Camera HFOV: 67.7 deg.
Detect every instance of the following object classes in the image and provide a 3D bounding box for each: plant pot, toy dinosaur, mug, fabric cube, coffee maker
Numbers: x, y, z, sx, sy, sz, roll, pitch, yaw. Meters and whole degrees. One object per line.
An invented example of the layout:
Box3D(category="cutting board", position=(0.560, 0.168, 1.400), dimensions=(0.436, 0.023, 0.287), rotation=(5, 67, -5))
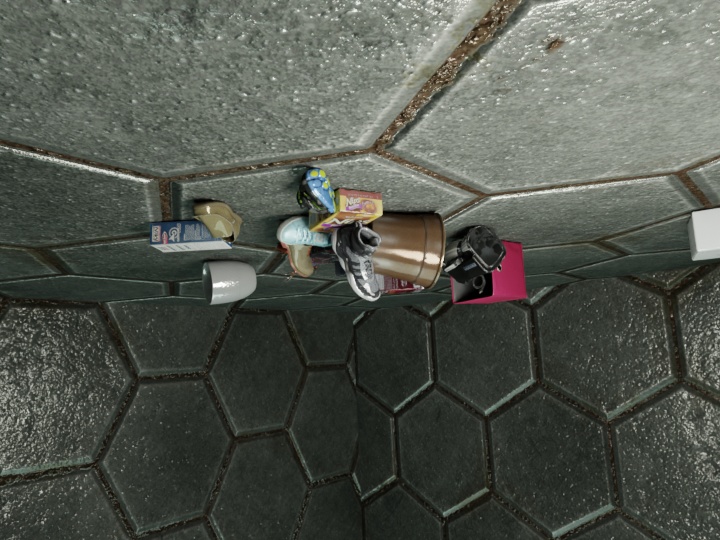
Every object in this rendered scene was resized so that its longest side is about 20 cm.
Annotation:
Box3D(category="plant pot", position=(0.102, -0.063, 1.432), dimensions=(0.190, 0.209, 0.200), rotation=(6, 169, -12))
Box3D(category="toy dinosaur", position=(-0.199, -0.062, 1.785), dimensions=(0.199, 0.105, 0.182), rotation=(-40, 157, -5))
Box3D(category="mug", position=(-0.483, 0.028, 1.965), dimensions=(0.170, 0.153, 0.199), rotation=(-6, -156, -30))
Box3D(category="fabric cube", position=(0.456, 0.010, 1.927), dimensions=(0.194, 0.205, 0.197), rotation=(4, 168, -36))
Box3D(category="coffee maker", position=(0.373, -0.037, 1.709), dimensions=(0.187, 0.139, 0.200), rotation=(26, 163, -12))

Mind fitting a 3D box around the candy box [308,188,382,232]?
Box3D(category="candy box", position=(-0.041, -0.140, 1.310), dimensions=(0.113, 0.059, 0.199), rotation=(2, 168, -26))

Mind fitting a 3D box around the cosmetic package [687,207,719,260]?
Box3D(category="cosmetic package", position=(1.113, -0.116, 1.623), dimensions=(0.193, 0.128, 0.198), rotation=(-8, 171, 27))

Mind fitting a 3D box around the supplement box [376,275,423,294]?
Box3D(category="supplement box", position=(0.108, 0.042, 1.780), dimensions=(0.192, 0.064, 0.109), rotation=(-3, 172, -4))

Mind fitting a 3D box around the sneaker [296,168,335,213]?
Box3D(category="sneaker", position=(-0.098, -0.156, 1.135), dimensions=(0.079, 0.074, 0.200), rotation=(-10, 173, 2))

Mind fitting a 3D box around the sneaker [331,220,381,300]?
Box3D(category="sneaker", position=(0.013, -0.023, 1.309), dimensions=(0.112, 0.204, 0.075), rotation=(-19, -165, 45))

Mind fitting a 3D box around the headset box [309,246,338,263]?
Box3D(category="headset box", position=(-0.105, -0.074, 1.616), dimensions=(0.145, 0.078, 0.197), rotation=(4, 168, -36))

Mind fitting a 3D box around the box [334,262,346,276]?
Box3D(category="box", position=(0.039, -0.040, 1.782), dimensions=(0.195, 0.109, 0.179), rotation=(-11, 167, 38))

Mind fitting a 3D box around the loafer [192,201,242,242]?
Box3D(category="loafer", position=(-0.341, -0.116, 1.304), dimensions=(0.073, 0.070, 0.200), rotation=(-5, 171, 14))

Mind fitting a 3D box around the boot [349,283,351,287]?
Box3D(category="boot", position=(0.000, 0.000, 1.618), dimensions=(0.072, 0.077, 0.200), rotation=(-5, 167, -2))

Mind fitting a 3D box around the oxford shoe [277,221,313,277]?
Box3D(category="oxford shoe", position=(-0.163, -0.055, 1.500), dimensions=(0.072, 0.072, 0.203), rotation=(-5, 140, 17))

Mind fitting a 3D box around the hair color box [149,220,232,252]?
Box3D(category="hair color box", position=(-0.449, -0.092, 1.434), dimensions=(0.192, 0.063, 0.100), rotation=(-4, 171, 0))

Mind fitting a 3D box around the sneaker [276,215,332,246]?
Box3D(category="sneaker", position=(-0.121, -0.099, 1.406), dimensions=(0.195, 0.077, 0.081), rotation=(-9, -156, -35))
